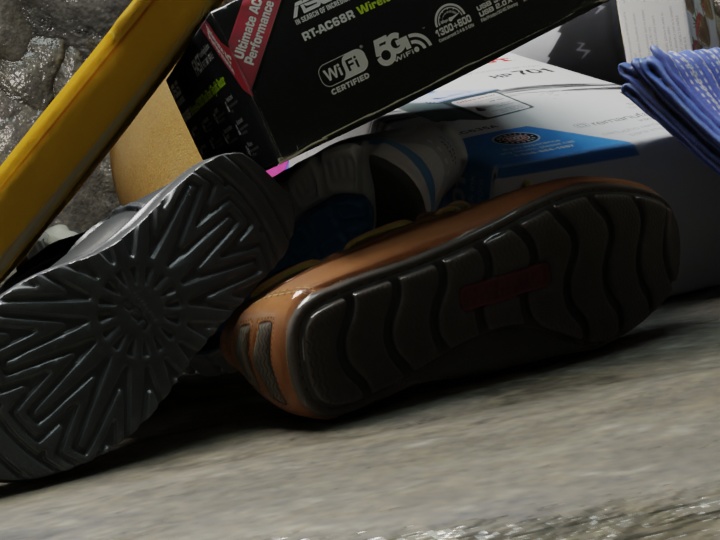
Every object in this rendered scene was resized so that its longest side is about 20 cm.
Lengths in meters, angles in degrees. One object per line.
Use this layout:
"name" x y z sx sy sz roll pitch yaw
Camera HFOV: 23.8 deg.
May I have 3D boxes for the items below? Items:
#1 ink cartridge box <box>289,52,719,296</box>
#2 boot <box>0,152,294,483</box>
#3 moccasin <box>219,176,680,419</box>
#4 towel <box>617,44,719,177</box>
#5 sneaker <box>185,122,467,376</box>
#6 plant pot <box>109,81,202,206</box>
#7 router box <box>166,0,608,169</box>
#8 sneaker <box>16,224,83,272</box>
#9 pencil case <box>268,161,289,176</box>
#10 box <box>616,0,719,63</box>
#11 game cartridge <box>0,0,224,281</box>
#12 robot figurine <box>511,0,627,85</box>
"ink cartridge box" 0.071 -0.046 0.853 0.145 0.087 0.200 -12 23 -27
"boot" -0.131 0.030 0.681 0.165 0.066 0.200 -37 13 -31
"moccasin" 0.041 0.008 0.667 0.200 0.074 0.078 -22 18 -26
"towel" 0.205 -0.055 0.774 0.024 0.145 0.200 -53 -18 26
"sneaker" -0.029 -0.013 0.774 0.199 0.075 0.087 -21 12 38
"plant pot" -0.090 -0.057 1.211 0.185 0.188 0.200 -9 19 -2
"router box" 0.004 -0.097 0.716 0.149 0.062 0.200 -26 5 -11
"sneaker" -0.140 0.002 1.027 0.113 0.077 0.199 -17 1 -17
"pencil case" -0.018 -0.059 1.057 0.088 0.089 0.200 -7 10 21
"box" 0.166 -0.101 0.892 0.041 0.202 0.039 -7 8 36
"game cartridge" -0.109 -0.081 0.751 0.200 0.032 0.176 -53 8 1
"robot figurine" 0.107 -0.132 1.019 0.199 0.126 0.150 -11 20 19
